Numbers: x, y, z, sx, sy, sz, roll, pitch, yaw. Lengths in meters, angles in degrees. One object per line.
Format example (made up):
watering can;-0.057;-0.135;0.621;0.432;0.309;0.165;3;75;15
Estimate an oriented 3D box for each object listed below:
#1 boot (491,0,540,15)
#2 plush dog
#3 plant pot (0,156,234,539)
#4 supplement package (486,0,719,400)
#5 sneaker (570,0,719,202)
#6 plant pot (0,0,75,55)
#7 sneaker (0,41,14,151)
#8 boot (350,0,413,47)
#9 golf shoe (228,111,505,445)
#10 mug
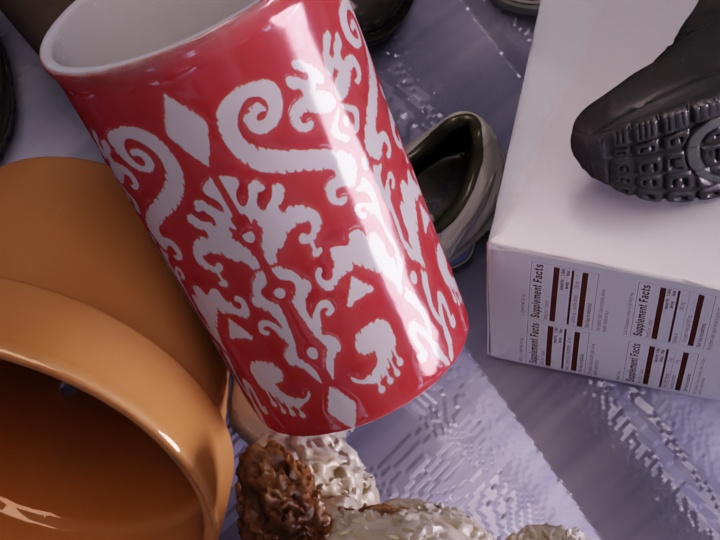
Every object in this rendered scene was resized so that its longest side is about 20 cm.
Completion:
boot;0.102;-0.246;1.251;0.072;0.144;0.201;11;70;5
plush dog;0.014;0.155;1.073;0.199;0.172;0.161;21;70;10
plant pot;-0.142;0.043;1.128;0.199;0.201;0.140;13;52;8
supplement package;0.175;-0.049;1.164;0.199;0.147;0.192;11;68;7
sneaker;0.176;-0.098;1.075;0.199;0.076;0.091;-23;59;-15
plant pot;-0.098;-0.153;1.214;0.199;0.200;0.174;-26;86;-8
sneaker;-0.222;-0.066;1.212;0.075;0.091;0.201;-1;66;4
boot;0.032;-0.228;1.225;0.069;0.174;0.201;21;68;-8
golf shoe;0.000;0.000;1.180;0.078;0.097;0.200;32;74;13
mug;-0.026;-0.051;1.066;0.133;0.201;0.178;-4;32;38
